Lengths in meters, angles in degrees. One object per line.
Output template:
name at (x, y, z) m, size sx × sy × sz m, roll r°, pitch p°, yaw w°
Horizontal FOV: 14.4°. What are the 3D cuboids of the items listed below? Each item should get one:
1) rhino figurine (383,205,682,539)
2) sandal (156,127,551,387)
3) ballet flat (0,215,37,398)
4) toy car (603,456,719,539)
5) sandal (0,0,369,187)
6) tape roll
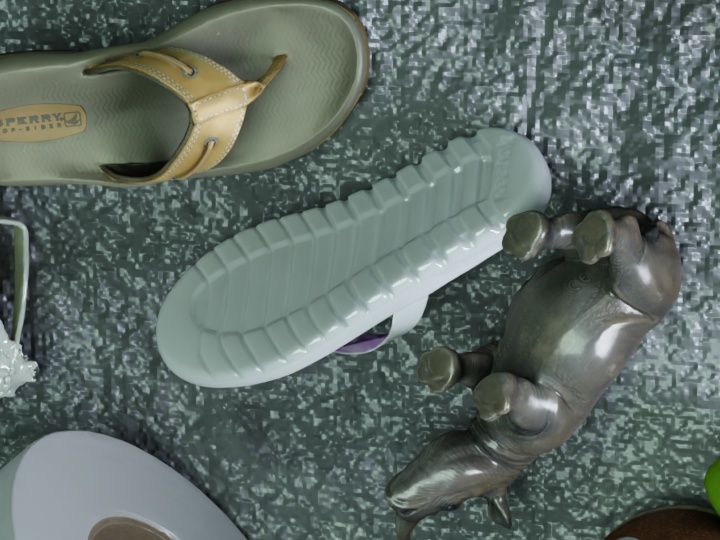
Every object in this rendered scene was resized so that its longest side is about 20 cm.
rhino figurine at (0.073, 0.050, 1.262) m, size 0.060 × 0.087 × 0.200 m, roll 48°, pitch 116°, yaw 33°
sandal at (0.001, 0.006, 1.285) m, size 0.203 × 0.083 × 0.050 m, roll -24°, pitch 139°, yaw 19°
ballet flat at (-0.192, -0.029, 1.338) m, size 0.072 × 0.072 × 0.200 m, roll -4°, pitch 105°, yaw 18°
toy car at (0.149, 0.191, 1.209) m, size 0.158 × 0.200 × 0.164 m, roll 43°, pitch 111°, yaw 3°
sandal at (-0.093, -0.073, 1.277) m, size 0.200 × 0.054 × 0.080 m, roll -9°, pitch 106°, yaw -1°
tape roll at (-0.131, 0.192, 1.294) m, size 0.139 × 0.203 × 0.203 m, roll -39°, pitch 91°, yaw 21°
